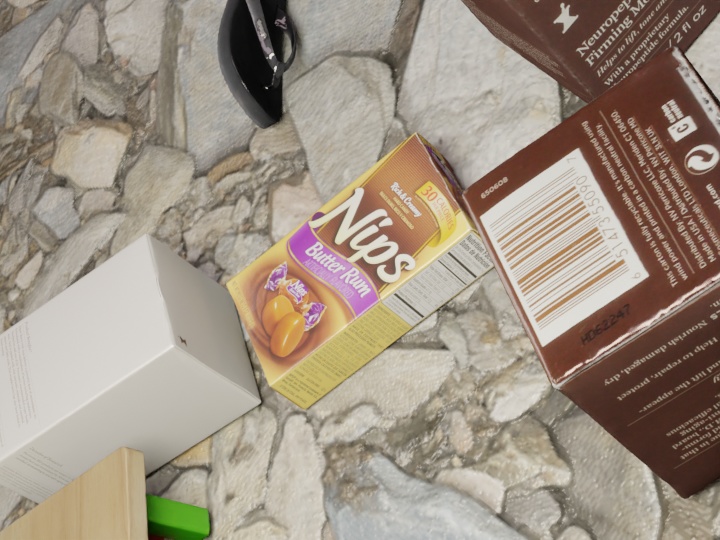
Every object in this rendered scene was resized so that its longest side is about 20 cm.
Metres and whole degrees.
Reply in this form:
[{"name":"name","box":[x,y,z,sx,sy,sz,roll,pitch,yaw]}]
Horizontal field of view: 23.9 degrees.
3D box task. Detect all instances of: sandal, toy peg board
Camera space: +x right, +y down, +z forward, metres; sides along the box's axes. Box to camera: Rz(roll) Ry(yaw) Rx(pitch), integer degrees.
[{"name":"sandal","box":[-0.085,-0.217,1.486,0.043,0.076,0.201,-18,56,29]},{"name":"toy peg board","box":[-0.195,0.272,1.300,0.199,0.098,0.201,-35,47,36]}]

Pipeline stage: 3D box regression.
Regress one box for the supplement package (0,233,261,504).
[{"name":"supplement package","box":[-0.201,0.089,1.370,0.200,0.120,0.122,-33,49,17]}]

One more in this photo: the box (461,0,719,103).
[{"name":"box","box":[0.151,-0.249,1.251,0.166,0.200,0.164,-49,48,4]}]

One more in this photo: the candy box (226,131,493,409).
[{"name":"candy box","box":[0.000,0.000,1.319,0.200,0.056,0.117,-38,49,11]}]

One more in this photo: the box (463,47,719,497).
[{"name":"box","box":[0.199,0.005,1.063,0.164,0.200,0.166,-35,50,15]}]
